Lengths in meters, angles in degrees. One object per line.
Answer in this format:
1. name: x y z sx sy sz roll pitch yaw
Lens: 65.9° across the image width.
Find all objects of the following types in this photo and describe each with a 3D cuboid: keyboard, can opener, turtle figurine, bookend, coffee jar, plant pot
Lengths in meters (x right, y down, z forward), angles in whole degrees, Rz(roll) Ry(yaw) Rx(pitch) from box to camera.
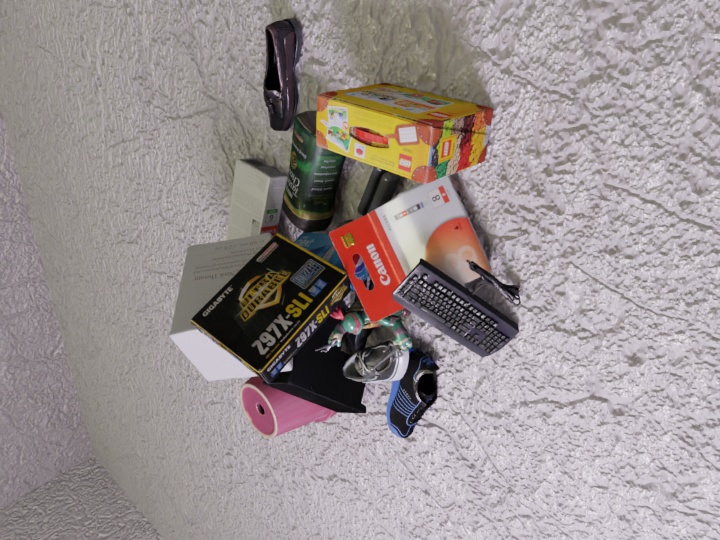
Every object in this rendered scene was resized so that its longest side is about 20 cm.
1. keyboard: 0.157 0.046 0.815 0.200 0.021 0.127 32 110 -19
2. can opener: 0.012 0.056 1.026 0.079 0.063 0.201 51 139 45
3. turtle figurine: 0.024 0.085 0.914 0.149 0.200 0.101 10 109 36
4. bookend: -0.067 0.163 1.120 0.092 0.198 0.201 -14 55 47
5. coffee jar: -0.083 -0.170 0.985 0.104 0.085 0.201 53 141 39
6. can opener: 0.009 -0.098 0.949 0.053 0.066 0.200 58 141 26
7. plant pot: -0.156 0.264 1.216 0.200 0.179 0.201 23 125 38

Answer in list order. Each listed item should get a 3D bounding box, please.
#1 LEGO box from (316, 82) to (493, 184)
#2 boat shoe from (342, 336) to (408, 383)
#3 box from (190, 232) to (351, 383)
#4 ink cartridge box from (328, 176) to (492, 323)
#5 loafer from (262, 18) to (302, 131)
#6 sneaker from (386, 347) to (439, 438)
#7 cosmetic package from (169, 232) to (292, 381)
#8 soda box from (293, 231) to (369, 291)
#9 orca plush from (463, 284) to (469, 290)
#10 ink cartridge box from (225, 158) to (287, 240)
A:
1. LEGO box: 0.060 -0.200 0.780 0.200 0.149 0.077 27 127 35
2. boat shoe: 0.023 0.172 1.005 0.200 0.071 0.072 130 136 -58
3. box: -0.136 0.052 0.863 0.159 0.200 0.049 31 156 27
4. ink cartridge box: 0.073 -0.032 0.835 0.050 0.199 0.163 -174 59 -88
5. loafer: -0.152 -0.343 0.991 0.072 0.063 0.201 36 132 29
6. sneaker: 0.099 0.240 1.022 0.078 0.070 0.201 29 128 42
7. cosmetic package: -0.219 0.068 1.011 0.167 0.201 0.167 -9 140 7
8. soda box: -0.058 -0.019 0.971 0.064 0.068 0.200 52 159 -25
9. orca plush: 0.100 0.027 0.914 0.199 0.105 0.071 18 157 27
10. ink cartridge box: -0.221 -0.121 1.162 0.109 0.050 0.201 31 120 32
